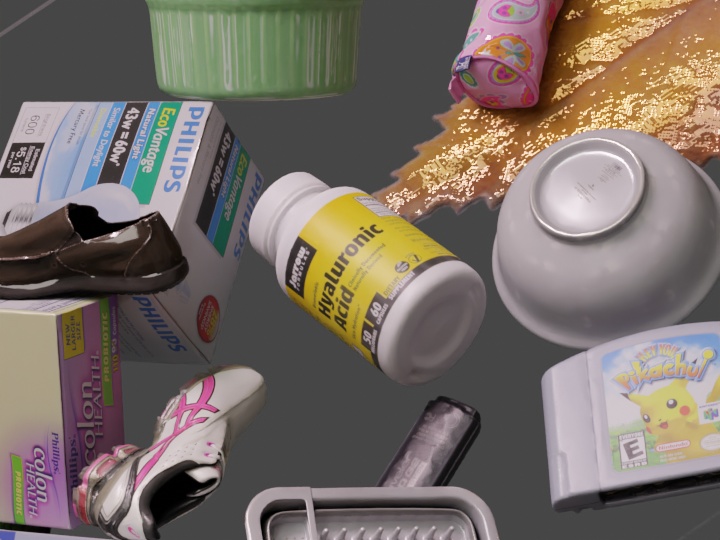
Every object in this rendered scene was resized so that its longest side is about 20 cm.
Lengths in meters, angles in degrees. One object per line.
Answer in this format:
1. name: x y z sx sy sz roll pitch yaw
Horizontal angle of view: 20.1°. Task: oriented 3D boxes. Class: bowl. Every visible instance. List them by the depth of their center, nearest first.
1. bowl: 0.192 -0.043 1.640 0.199 0.091 0.203 -11 56 16

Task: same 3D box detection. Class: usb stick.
1. usb stick: 0.028 0.188 1.591 0.055 0.033 0.201 18 66 38

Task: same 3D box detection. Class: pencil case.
1. pencil case: 0.138 -0.236 1.795 0.087 0.088 0.201 6 62 25

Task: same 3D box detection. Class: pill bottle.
1. pill bottle: 0.000 0.000 1.677 0.111 0.112 0.200 -46 53 -11

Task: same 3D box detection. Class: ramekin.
1. ramekin: -0.092 -0.206 1.801 0.198 0.200 0.099 4 101 24

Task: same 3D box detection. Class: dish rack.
1. dish rack: 0.014 0.244 1.502 0.198 0.044 0.173 1 54 -19

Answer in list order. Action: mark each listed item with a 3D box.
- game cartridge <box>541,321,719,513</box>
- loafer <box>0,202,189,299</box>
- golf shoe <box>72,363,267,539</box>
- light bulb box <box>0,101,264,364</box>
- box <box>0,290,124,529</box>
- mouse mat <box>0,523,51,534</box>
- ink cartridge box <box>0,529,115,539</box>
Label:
1. game cartridge: 0.237 0.107 1.557 0.198 0.041 0.134 -12 51 14
2. loafer: -0.235 -0.023 1.644 0.198 0.072 0.073 -1 19 13
3. golf shoe: -0.133 0.152 1.633 0.092 0.073 0.200 19 46 35
4. light bulb box: -0.215 -0.034 1.778 0.198 0.125 0.200 1 59 24
5. box: -0.302 0.107 1.674 0.198 0.097 0.178 2 101 25
6. mouse mat: -0.332 0.208 1.741 0.159 0.008 0.202 -5 57 19
7. ink cartridge box: -0.208 0.231 1.601 0.198 0.119 0.042 4 79 24
